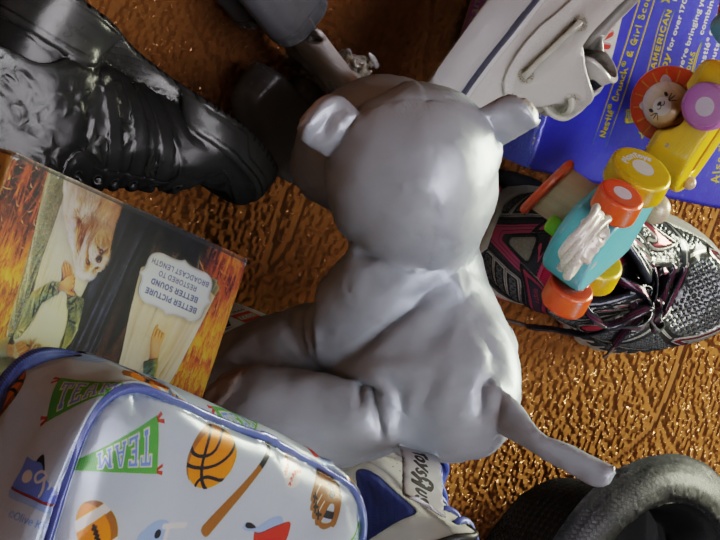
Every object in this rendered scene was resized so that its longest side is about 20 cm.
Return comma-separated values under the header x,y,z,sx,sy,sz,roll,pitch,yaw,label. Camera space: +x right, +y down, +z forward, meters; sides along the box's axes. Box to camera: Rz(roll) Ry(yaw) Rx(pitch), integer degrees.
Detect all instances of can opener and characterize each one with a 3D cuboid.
x,y,z,sx,sy,sz,roll,pitch,yaw,label
-0.047,-0.112,1.288,0.067,0.053,0.200,-49,133,-16,can opener

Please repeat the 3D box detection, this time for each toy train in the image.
x,y,z,sx,sy,sz,roll,pitch,yaw,label
0.133,-0.074,1.341,0.200,0.056,0.150,-50,165,-14,toy train

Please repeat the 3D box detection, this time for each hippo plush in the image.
x,y,z,sx,sy,sz,roll,pitch,yaw,label
0.000,0.000,1.256,0.159,0.200,0.162,-9,105,-9,hippo plush

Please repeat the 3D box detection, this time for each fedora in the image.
x,y,z,sx,sy,sz,roll,pitch,yaw,label
0.116,0.181,1.538,0.200,0.091,0.201,-19,120,-37,fedora

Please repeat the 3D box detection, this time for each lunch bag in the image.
x,y,z,sx,sy,sz,roll,pitch,yaw,label
-0.089,0.125,1.130,0.200,0.075,0.161,28,80,-49,lunch bag

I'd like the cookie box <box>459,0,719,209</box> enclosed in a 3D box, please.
x,y,z,sx,sy,sz,roll,pitch,yaw,label
0.148,-0.127,1.451,0.200,0.075,0.172,10,102,-45,cookie box

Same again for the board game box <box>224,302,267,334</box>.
x,y,z,sx,sy,sz,roll,pitch,yaw,label
-0.098,0.124,1.351,0.126,0.035,0.201,-15,117,-40,board game box

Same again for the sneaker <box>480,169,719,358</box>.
x,y,z,sx,sy,sz,roll,pitch,yaw,label
0.129,0.007,1.490,0.200,0.075,0.081,12,99,-46,sneaker

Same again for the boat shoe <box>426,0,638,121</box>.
x,y,z,sx,sy,sz,roll,pitch,yaw,label
0.087,-0.101,1.331,0.200,0.066,0.072,-52,174,11,boat shoe

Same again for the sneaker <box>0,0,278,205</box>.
x,y,z,sx,sy,sz,roll,pitch,yaw,label
-0.127,-0.053,1.235,0.200,0.060,0.104,39,78,-40,sneaker

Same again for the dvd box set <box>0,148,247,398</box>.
x,y,z,sx,sy,sz,roll,pitch,yaw,label
-0.128,0.067,1.151,0.146,0.029,0.201,26,80,-49,dvd box set

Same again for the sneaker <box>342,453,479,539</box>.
x,y,z,sx,sy,sz,roll,pitch,yaw,label
0.020,0.120,1.374,0.200,0.115,0.081,-51,145,-42,sneaker
